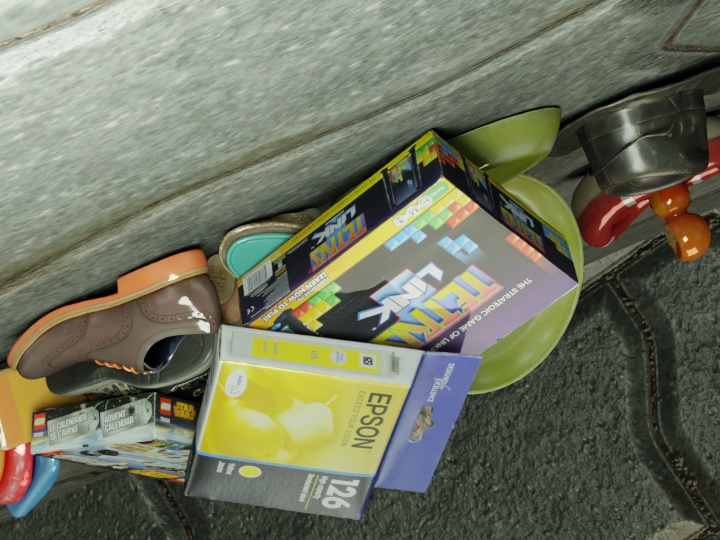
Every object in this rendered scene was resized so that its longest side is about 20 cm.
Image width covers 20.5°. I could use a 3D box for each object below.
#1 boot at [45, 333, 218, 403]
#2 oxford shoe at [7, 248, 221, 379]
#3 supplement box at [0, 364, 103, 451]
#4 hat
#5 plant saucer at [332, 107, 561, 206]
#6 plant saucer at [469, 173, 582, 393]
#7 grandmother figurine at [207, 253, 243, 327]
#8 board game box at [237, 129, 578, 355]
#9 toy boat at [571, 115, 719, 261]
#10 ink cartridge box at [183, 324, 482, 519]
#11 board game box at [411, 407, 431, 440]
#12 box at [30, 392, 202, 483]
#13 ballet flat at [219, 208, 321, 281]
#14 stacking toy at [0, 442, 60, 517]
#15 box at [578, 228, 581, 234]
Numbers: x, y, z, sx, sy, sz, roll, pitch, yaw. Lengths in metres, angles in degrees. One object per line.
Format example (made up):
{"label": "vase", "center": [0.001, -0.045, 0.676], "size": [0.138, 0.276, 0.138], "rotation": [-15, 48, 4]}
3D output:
{"label": "boot", "center": [-0.143, 0.078, 1.636], "size": [0.203, 0.074, 0.153], "rotation": [-12, 158, 42]}
{"label": "oxford shoe", "center": [-0.191, 0.053, 1.523], "size": [0.199, 0.073, 0.071], "rotation": [-26, 174, 32]}
{"label": "supplement box", "center": [-0.249, 0.099, 1.712], "size": [0.199, 0.067, 0.069], "rotation": [-16, -177, -40]}
{"label": "hat", "center": [0.252, -0.110, 1.705], "size": [0.200, 0.081, 0.201], "rotation": [-23, 174, -3]}
{"label": "plant saucer", "center": [0.074, -0.075, 1.589], "size": [0.199, 0.031, 0.200], "rotation": [-23, 174, -3]}
{"label": "plant saucer", "center": [0.107, 0.008, 1.747], "size": [0.199, 0.201, 0.031], "rotation": [-20, -156, -25]}
{"label": "grandmother figurine", "center": [-0.086, 0.048, 1.655], "size": [0.120, 0.061, 0.200], "rotation": [13, 160, 16]}
{"label": "board game box", "center": [0.035, 0.009, 1.483], "size": [0.200, 0.057, 0.165], "rotation": [-37, 129, 24]}
{"label": "toy boat", "center": [0.324, -0.071, 2.084], "size": [0.199, 0.131, 0.130], "rotation": [-25, 173, 24]}
{"label": "ink cartridge box", "center": [-0.025, 0.123, 1.524], "size": [0.199, 0.047, 0.198], "rotation": [9, 141, -7]}
{"label": "board game box", "center": [-0.018, 0.108, 1.887], "size": [0.158, 0.098, 0.200], "rotation": [2, -176, -3]}
{"label": "box", "center": [-0.158, 0.142, 1.664], "size": [0.136, 0.040, 0.200], "rotation": [-11, 162, 33]}
{"label": "ballet flat", "center": [-0.019, -0.012, 1.537], "size": [0.199, 0.066, 0.071], "rotation": [13, 128, -23]}
{"label": "stacking toy", "center": [-0.375, 0.160, 1.748], "size": [0.199, 0.110, 0.116], "rotation": [-5, 150, -35]}
{"label": "box", "center": [0.104, 0.004, 1.892], "size": [0.163, 0.021, 0.200], "rotation": [-43, -160, -14]}
